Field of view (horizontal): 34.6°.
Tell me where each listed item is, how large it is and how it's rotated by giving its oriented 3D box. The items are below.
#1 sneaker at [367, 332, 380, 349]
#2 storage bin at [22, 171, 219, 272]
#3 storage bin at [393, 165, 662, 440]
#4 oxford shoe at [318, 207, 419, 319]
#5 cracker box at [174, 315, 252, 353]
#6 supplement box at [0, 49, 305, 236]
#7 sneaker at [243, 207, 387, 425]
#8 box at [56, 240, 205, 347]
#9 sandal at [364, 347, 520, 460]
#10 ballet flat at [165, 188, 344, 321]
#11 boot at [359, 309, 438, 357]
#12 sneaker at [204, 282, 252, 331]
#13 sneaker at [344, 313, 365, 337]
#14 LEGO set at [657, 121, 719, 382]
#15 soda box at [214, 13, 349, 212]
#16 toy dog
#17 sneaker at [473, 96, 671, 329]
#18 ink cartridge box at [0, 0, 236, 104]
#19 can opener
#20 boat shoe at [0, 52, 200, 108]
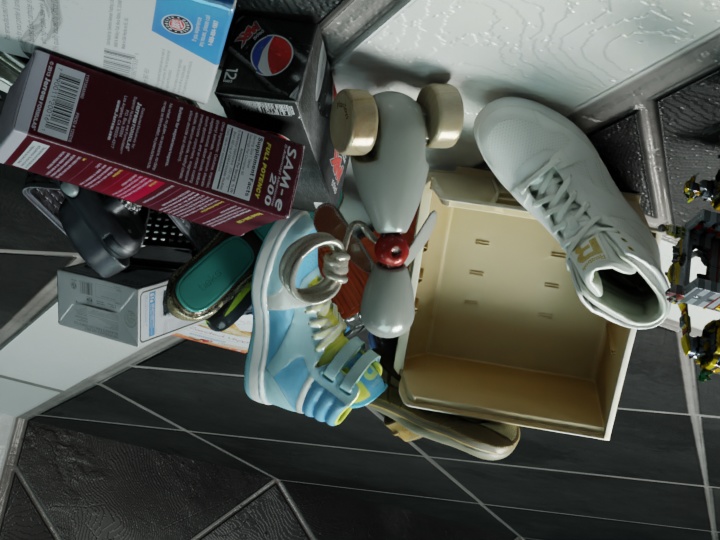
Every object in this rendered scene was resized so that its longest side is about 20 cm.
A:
[{"bbox_3d":[0.076,0.076,1.348,0.082,0.071,0.199,-18,179,36],"label":"sneaker"},{"bbox_3d":[-0.209,-0.075,1.080,0.134,0.094,0.200,6,160,12],"label":"storage bin"},{"bbox_3d":[0.138,0.025,1.018,0.197,0.201,0.094,9,-155,2],"label":"storage bin"},{"bbox_3d":[0.000,0.000,1.114,0.199,0.072,0.073,-26,179,2],"label":"oxford shoe"},{"bbox_3d":[-0.177,0.050,1.484,0.133,0.058,0.200,15,160,-18],"label":"cracker box"},{"bbox_3d":[-0.153,-0.085,0.832,0.199,0.061,0.109,18,167,-24],"label":"supplement box"},{"bbox_3d":[-0.029,0.048,1.026,0.130,0.080,0.201,22,124,22],"label":"sneaker"},{"bbox_3d":[-0.206,0.017,1.218,0.116,0.060,0.200,11,-162,29],"label":"box"},{"bbox_3d":[0.059,0.133,1.076,0.199,0.080,0.054,25,129,35],"label":"sandal"},{"bbox_3d":[-0.104,-0.025,1.077,0.068,0.200,0.075,51,163,-7],"label":"ballet flat"},{"bbox_3d":[0.077,0.005,1.171,0.151,0.199,0.073,35,151,60],"label":"boot"},{"bbox_3d":[-0.091,0.020,1.163,0.074,0.081,0.200,-21,-169,30],"label":"sneaker"},{"bbox_3d":[0.037,0.019,1.276,0.199,0.082,0.073,-6,157,-14],"label":"sneaker"},{"bbox_3d":[0.256,-0.025,0.829,0.115,0.201,0.154,14,167,-6],"label":"LEGO set"},{"bbox_3d":[-0.055,-0.117,0.908,0.063,0.071,0.200,10,161,10],"label":"soda box"},{"bbox_3d":[0.012,-0.059,0.907,0.131,0.201,0.096,20,-172,-22],"label":"toy dog"},{"bbox_3d":[0.165,-0.042,0.869,0.200,0.116,0.074,42,111,-15],"label":"sneaker"},{"bbox_3d":[-0.178,-0.192,0.732,0.199,0.084,0.145,13,163,-11],"label":"ink cartridge box"},{"bbox_3d":[-0.240,-0.091,0.938,0.078,0.201,0.063,-32,-179,11],"label":"can opener"},{"bbox_3d":[-0.211,-0.148,0.902,0.199,0.071,0.064,20,160,-22],"label":"boat shoe"}]
